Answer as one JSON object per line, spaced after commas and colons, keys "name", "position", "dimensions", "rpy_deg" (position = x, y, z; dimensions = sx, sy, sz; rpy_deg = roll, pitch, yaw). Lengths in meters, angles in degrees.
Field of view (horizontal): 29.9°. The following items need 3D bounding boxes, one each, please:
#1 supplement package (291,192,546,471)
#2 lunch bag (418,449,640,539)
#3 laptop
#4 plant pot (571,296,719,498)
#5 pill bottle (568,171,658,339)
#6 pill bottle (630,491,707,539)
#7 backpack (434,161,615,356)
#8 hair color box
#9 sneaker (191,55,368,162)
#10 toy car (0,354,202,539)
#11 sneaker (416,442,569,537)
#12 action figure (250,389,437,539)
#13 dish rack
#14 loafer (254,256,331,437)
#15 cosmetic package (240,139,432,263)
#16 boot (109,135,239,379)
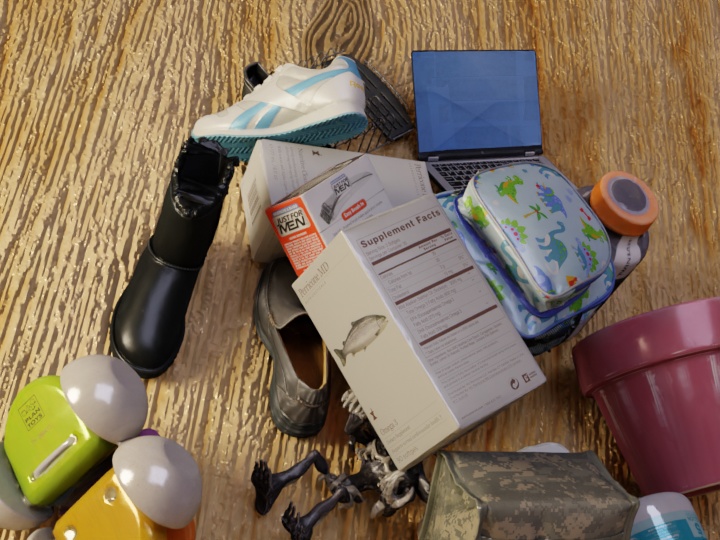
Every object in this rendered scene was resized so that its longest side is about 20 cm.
{"name": "supplement package", "position": [0.050, 0.055, 1.213], "dimensions": [0.117, 0.117, 0.201], "rpy_deg": [-24, 77, -35]}
{"name": "lunch bag", "position": [0.135, 0.270, 1.197], "dimensions": [0.162, 0.202, 0.118], "rpy_deg": [4, 21, -21]}
{"name": "laptop", "position": [0.170, -0.163, 1.592], "dimensions": [0.186, 0.117, 0.200], "rpy_deg": [-6, 37, -29]}
{"name": "plant pot", "position": [0.337, 0.142, 1.408], "dimensions": [0.198, 0.200, 0.181], "rpy_deg": [-4, 73, -29]}
{"name": "pill bottle", "position": [0.243, -0.019, 1.464], "dimensions": [0.105, 0.200, 0.107], "rpy_deg": [14, 49, -17]}
{"name": "pill bottle", "position": [0.302, 0.323, 1.289], "dimensions": [0.110, 0.111, 0.201], "rpy_deg": [-3, 57, -28]}
{"name": "backpack", "position": [0.158, -0.012, 1.325], "dimensions": [0.199, 0.147, 0.184], "rpy_deg": [-20, 70, -48]}
{"name": "hair color box", "position": [0.000, 0.000, 1.338], "dimensions": [0.111, 0.064, 0.201], "rpy_deg": [-35, 104, -44]}
{"name": "sneaker", "position": [-0.088, -0.171, 1.449], "dimensions": [0.198, 0.076, 0.082], "rpy_deg": [-11, 70, 16]}
{"name": "toy car", "position": [-0.213, 0.178, 1.131], "dimensions": [0.201, 0.175, 0.150], "rpy_deg": [52, 16, 18]}
{"name": "sneaker", "position": [0.150, 0.215, 1.303], "dimensions": [0.199, 0.100, 0.078], "rpy_deg": [-27, 69, -39]}
{"name": "action figure", "position": [0.004, 0.183, 1.256], "dimensions": [0.199, 0.102, 0.119], "rpy_deg": [-21, 60, -34]}
{"name": "dish rack", "position": [-0.030, -0.192, 1.562], "dimensions": [0.199, 0.055, 0.154], "rpy_deg": [-28, 71, -38]}
{"name": "loafer", "position": [-0.059, 0.062, 1.336], "dimensions": [0.072, 0.073, 0.201], "rpy_deg": [2, 53, -22]}
{"name": "cosmetic package", "position": [-0.021, -0.065, 1.450], "dimensions": [0.198, 0.081, 0.114], "rpy_deg": [3, 52, -23]}
{"name": "boot", "position": [-0.175, -0.017, 1.279], "dimensions": [0.073, 0.163, 0.199], "rpy_deg": [21, 48, -8]}
